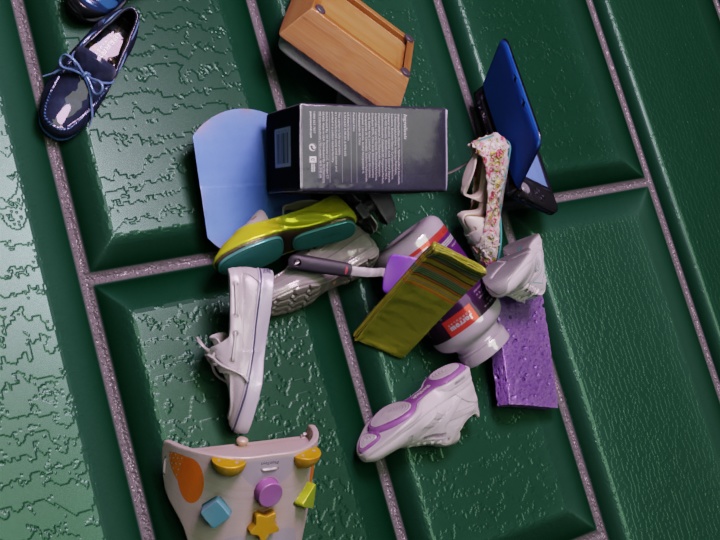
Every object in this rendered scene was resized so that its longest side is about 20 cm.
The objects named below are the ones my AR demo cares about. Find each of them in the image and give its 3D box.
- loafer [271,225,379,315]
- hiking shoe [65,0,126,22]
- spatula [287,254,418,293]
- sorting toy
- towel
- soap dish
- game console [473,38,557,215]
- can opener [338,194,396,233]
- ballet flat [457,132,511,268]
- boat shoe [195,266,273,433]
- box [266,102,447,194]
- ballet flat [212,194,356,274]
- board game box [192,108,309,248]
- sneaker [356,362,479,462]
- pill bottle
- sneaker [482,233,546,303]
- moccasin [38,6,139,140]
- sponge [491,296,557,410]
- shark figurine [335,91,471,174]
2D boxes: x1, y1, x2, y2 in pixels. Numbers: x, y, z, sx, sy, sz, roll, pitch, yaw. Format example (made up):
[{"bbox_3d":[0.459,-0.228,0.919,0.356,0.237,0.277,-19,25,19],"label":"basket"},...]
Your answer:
[{"bbox_3d":[-0.066,-0.002,1.428,0.199,0.070,0.070,-26,68,-31],"label":"loafer"},{"bbox_3d":[-0.304,-0.399,1.403,0.074,0.087,0.200,46,58,-8],"label":"hiking shoe"},{"bbox_3d":[0.000,0.000,1.399,0.197,0.021,0.057,8,103,-23],"label":"spatula"},{"bbox_3d":[-0.128,0.291,1.280,0.198,0.106,0.183,-2,101,-30],"label":"sorting toy"},{"bbox_3d":[0.075,0.045,1.416,0.085,0.200,0.018,25,39,-20],"label":"towel"},{"bbox_3d":[-0.013,-0.317,1.515,0.199,0.081,0.158,34,33,-16],"label":"soap dish"},{"bbox_3d":[0.249,-0.209,1.594,0.169,0.118,0.202,18,48,-40],"label":"game console"},{"bbox_3d":[-0.026,-0.141,1.495,0.067,0.053,0.201,-35,93,-18],"label":"can opener"},{"bbox_3d":[0.172,-0.099,1.561,0.063,0.076,0.203,-2,105,-21],"label":"ballet flat"},{"bbox_3d":[-0.160,0.095,1.322,0.085,0.075,0.205,8,92,-13],"label":"boat shoe"},{"bbox_3d":[-0.007,-0.152,1.384,0.197,0.148,0.109,-2,93,-21],"label":"box"},{"bbox_3d":[-0.102,-0.051,1.383,0.198,0.067,0.068,-18,61,-17],"label":"ballet flat"},{"bbox_3d":[-0.147,-0.110,1.430,0.156,0.039,0.203,-6,85,-32],"label":"board game box"},{"bbox_3d":[0.085,0.209,1.437,0.199,0.075,0.101,-31,108,-26],"label":"sneaker"},{"bbox_3d":[0.117,0.033,1.489,0.112,0.112,0.201,-40,95,-33],"label":"pill bottle"},{"bbox_3d":[0.227,0.009,1.507,0.200,0.070,0.081,-34,104,-63],"label":"sneaker"},{"bbox_3d":[-0.340,-0.256,1.346,0.080,0.068,0.202,29,63,-19],"label":"moccasin"},{"bbox_3d":[0.230,0.100,1.570,0.111,0.030,0.203,8,70,-41],"label":"sponge"},{"bbox_3d":[0.045,-0.168,1.531,0.213,0.089,0.129,33,62,-14],"label":"shark figurine"}]
